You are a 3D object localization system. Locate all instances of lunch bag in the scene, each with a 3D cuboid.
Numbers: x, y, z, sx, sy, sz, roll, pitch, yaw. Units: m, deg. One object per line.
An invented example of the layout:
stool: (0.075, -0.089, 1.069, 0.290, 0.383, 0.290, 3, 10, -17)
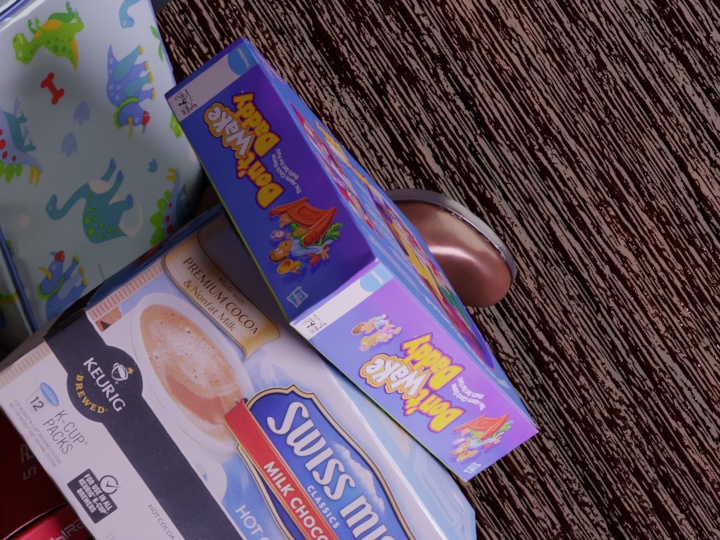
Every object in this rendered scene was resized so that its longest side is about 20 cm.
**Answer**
lunch bag: (-0.164, -0.063, 0.999, 0.082, 0.161, 0.201, 10, -47, 32)

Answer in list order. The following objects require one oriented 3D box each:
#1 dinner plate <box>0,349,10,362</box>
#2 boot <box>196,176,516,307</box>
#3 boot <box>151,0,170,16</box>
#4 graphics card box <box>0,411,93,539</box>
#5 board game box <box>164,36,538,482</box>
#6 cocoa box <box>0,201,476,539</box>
dinner plate: (-0.174, 0.052, 1.140, 0.201, 0.024, 0.200, 56, 3, -4)
boot: (-0.013, 0.041, 1.035, 0.187, 0.068, 0.202, 26, 56, -22)
boot: (-0.209, -0.174, 1.099, 0.199, 0.168, 0.077, 32, 48, -9)
graphics card box: (-0.105, 0.154, 0.956, 0.201, 0.051, 0.126, 55, 4, -28)
board game box: (0.000, 0.000, 0.882, 0.135, 0.045, 0.200, 60, 8, 34)
cocoa box: (-0.051, 0.082, 0.891, 0.201, 0.131, 0.133, 55, 6, -5)
